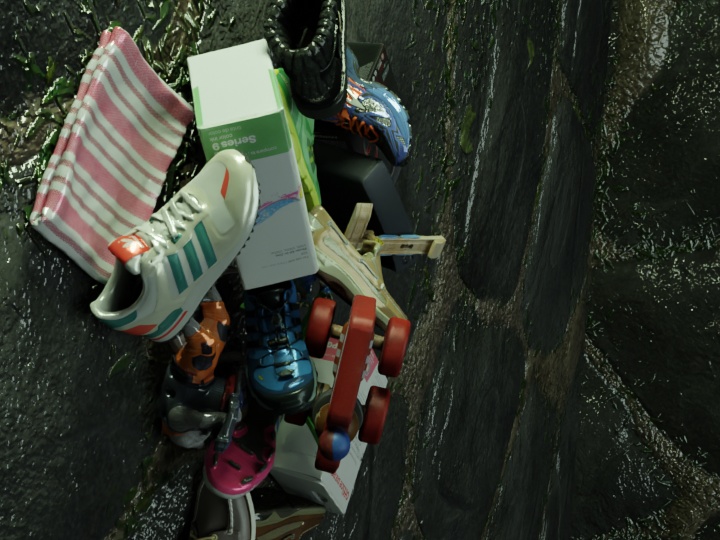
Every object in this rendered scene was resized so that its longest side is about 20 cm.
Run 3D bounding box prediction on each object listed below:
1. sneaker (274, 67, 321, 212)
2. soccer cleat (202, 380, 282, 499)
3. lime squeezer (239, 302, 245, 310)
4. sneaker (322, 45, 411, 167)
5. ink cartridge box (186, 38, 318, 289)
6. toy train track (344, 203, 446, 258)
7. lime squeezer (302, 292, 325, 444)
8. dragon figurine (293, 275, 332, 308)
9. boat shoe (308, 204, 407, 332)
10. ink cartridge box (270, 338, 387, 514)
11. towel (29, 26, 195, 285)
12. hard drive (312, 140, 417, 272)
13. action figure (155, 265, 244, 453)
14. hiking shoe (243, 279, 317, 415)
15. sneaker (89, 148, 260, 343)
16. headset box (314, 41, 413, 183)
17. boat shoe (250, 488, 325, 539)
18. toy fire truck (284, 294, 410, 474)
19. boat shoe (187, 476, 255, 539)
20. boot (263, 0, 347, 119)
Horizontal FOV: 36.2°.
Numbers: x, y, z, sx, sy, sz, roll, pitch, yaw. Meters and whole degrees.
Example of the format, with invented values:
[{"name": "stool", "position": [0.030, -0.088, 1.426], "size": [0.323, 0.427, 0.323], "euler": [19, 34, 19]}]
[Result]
[{"name": "sneaker", "position": [-0.075, -0.140, 1.260], "size": [0.084, 0.074, 0.200], "euler": [-53, 144, -42]}, {"name": "soccer cleat", "position": [-0.129, 0.194, 1.214], "size": [0.086, 0.070, 0.200], "euler": [-56, -174, 33]}, {"name": "lime squeezer", "position": [-0.106, 0.106, 1.340], "size": [0.071, 0.038, 0.200], "euler": [-25, 128, -26]}, {"name": "sneaker", "position": [-0.014, -0.189, 1.277], "size": [0.078, 0.200, 0.075], "euler": [-36, 161, -18]}, {"name": "ink cartridge box", "position": [-0.106, -0.104, 1.103], "size": [0.145, 0.087, 0.200], "euler": [-107, -177, -50]}, {"name": "toy train track", "position": [0.027, -0.024, 1.327], "size": [0.200, 0.033, 0.115], "euler": [-2, 126, -37]}, {"name": "lime squeezer", "position": [-0.069, 0.120, 1.295], "size": [0.038, 0.071, 0.201], "euler": [-10, 105, -35]}, {"name": "dragon figurine", "position": [-0.066, -0.013, 1.346], "size": [0.200, 0.059, 0.100], "euler": [-19, 115, -64]}, {"name": "boat shoe", "position": [0.000, 0.000, 1.256], "size": [0.076, 0.072, 0.200], "euler": [-52, 129, -6]}, {"name": "ink cartridge box", "position": [-0.041, 0.197, 1.439], "size": [0.147, 0.083, 0.200], "euler": [68, 37, -59]}, {"name": "towel", "position": [-0.218, -0.097, 0.990], "size": [0.146, 0.030, 0.200], "euler": [50, 52, -60]}, {"name": "hard drive", "position": [-0.007, -0.077, 1.374], "size": [0.042, 0.135, 0.200], "euler": [-57, 149, -24]}, {"name": "action figure", "position": [-0.169, 0.092, 1.140], "size": [0.200, 0.104, 0.194], "euler": [-103, -159, -72]}, {"name": "hiking shoe", "position": [-0.094, 0.064, 1.145], "size": [0.200, 0.074, 0.087], "euler": [-110, -172, -49]}, {"name": "sneaker", "position": [-0.168, -0.024, 0.980], "size": [0.093, 0.070, 0.200], "euler": [16, 113, -53]}, {"name": "headset box", "position": [-0.001, -0.172, 1.423], "size": [0.200, 0.075, 0.149], "euler": [67, 38, -51]}, {"name": "boat shoe", "position": [-0.115, 0.312, 1.340], "size": [0.200, 0.076, 0.074], "euler": [15, 89, -59]}, {"name": "toy fire truck", "position": [-0.019, 0.125, 1.179], "size": [0.168, 0.112, 0.201], "euler": [-71, 176, -79]}, {"name": "boat shoe", "position": [-0.162, 0.316, 1.221], "size": [0.059, 0.072, 0.201], "euler": [-6, 101, -56]}, {"name": "boot", "position": [-0.058, -0.278, 1.147], "size": [0.158, 0.079, 0.212], "euler": [64, 14, -69]}]
